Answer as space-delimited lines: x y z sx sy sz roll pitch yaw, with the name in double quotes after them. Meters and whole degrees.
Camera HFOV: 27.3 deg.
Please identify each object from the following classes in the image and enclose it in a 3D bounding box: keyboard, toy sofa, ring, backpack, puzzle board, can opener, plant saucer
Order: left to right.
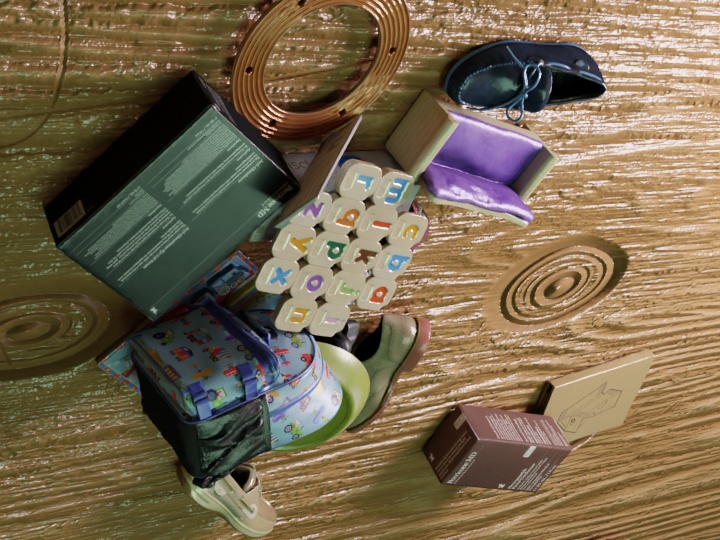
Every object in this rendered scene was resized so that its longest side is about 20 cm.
-0.180 0.071 1.661 0.200 0.017 0.151 -38 145 4 "puzzle board"
-0.126 0.112 1.583 0.199 0.183 0.135 -21 127 -21 "backpack"
-0.085 0.158 1.754 0.199 0.031 0.200 -6 139 -5 "plant saucer"
-0.063 0.144 1.806 0.078 0.063 0.200 1 130 -42 "can opener"
-0.041 -0.210 1.451 0.200 0.019 0.201 -24 144 -19 "ring"
-0.039 -0.100 1.458 0.011 0.200 0.056 44 119 -12 "keyboard"
0.133 -0.122 1.635 0.200 0.098 0.083 12 123 -47 "toy sofa"

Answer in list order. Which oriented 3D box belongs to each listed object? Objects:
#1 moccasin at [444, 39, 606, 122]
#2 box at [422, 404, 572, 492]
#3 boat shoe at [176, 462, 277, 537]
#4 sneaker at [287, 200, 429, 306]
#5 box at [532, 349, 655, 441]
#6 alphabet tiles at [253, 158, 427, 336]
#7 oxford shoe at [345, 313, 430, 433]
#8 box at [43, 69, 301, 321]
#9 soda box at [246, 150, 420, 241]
0.187 -0.209 1.604 0.199 0.068 0.081 -15 140 -28 "moccasin"
0.200 0.259 2.142 0.199 0.075 0.100 12 126 -37 "box"
-0.154 0.281 1.884 0.065 0.072 0.200 -39 140 6 "boat shoe"
0.000 0.000 1.678 0.200 0.081 0.075 -41 147 7 "sneaker"
0.346 0.204 2.266 0.199 0.021 0.164 -14 139 -29 "box"
-0.020 -0.021 1.558 0.195 0.015 0.201 10 113 -44 "alphabet tiles"
0.011 0.124 1.864 0.075 0.071 0.200 20 123 -20 "oxford shoe"
-0.180 -0.069 1.418 0.200 0.079 0.141 -41 128 8 "box"
-0.039 -0.080 1.565 0.199 0.064 0.068 -5 135 -36 "soda box"
